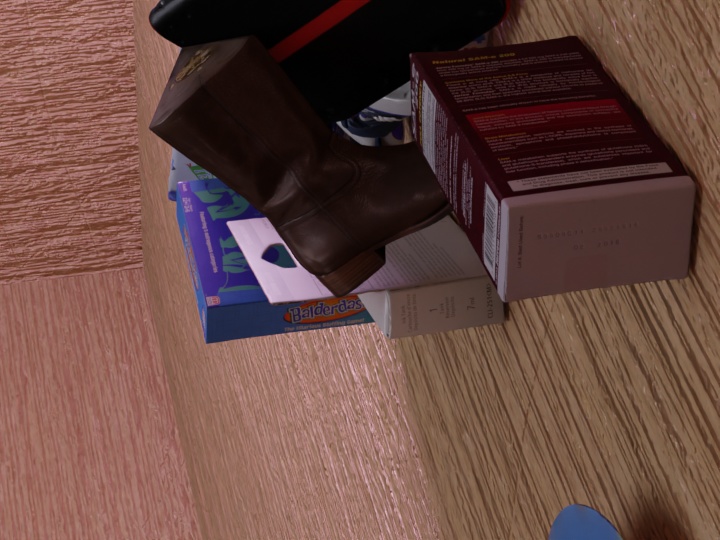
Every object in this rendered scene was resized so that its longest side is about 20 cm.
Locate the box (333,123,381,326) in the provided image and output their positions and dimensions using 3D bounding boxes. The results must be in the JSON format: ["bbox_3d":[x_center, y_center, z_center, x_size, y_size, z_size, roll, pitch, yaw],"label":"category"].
[{"bbox_3d":[0.002,-0.062,1.788,0.121,0.032,0.202,107,156,-64],"label":"box"}]

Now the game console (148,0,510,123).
[{"bbox_3d":[-0.016,-0.177,1.306,0.199,0.176,0.031,-30,47,36],"label":"game console"}]

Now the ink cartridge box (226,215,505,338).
[{"bbox_3d":[0.000,0.000,1.483,0.200,0.172,0.044,-126,29,-67],"label":"ink cartridge box"}]

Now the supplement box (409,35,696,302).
[{"bbox_3d":[0.103,-0.063,1.106,0.200,0.108,0.061,-113,19,-57],"label":"supplement box"}]

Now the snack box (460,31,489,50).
[{"bbox_3d":[0.074,-0.205,1.370,0.201,0.024,0.072,99,162,-54],"label":"snack box"}]

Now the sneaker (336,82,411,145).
[{"bbox_3d":[0.025,-0.145,1.579,0.199,0.081,0.147,32,167,42],"label":"sneaker"}]

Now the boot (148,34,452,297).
[{"bbox_3d":[-0.022,-0.104,1.326,0.200,0.186,0.064,45,-172,-18],"label":"boot"}]

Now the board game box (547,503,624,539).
[{"bbox_3d":[0.167,0.231,1.147,0.158,0.039,0.202,159,98,-74],"label":"board game box"}]

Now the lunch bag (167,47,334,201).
[{"bbox_3d":[-0.079,-0.163,1.744,0.200,0.123,0.171,-57,-18,-54],"label":"lunch bag"}]

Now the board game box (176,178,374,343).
[{"bbox_3d":[-0.044,-0.019,1.630,0.045,0.198,0.153,96,162,-45],"label":"board game box"}]
